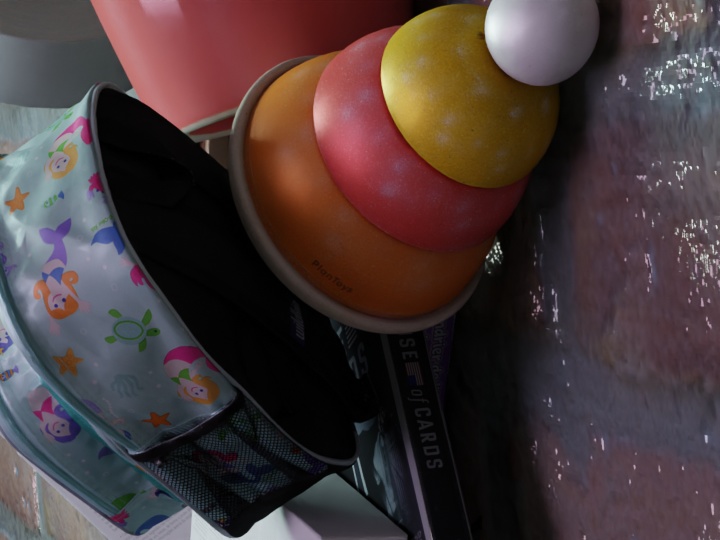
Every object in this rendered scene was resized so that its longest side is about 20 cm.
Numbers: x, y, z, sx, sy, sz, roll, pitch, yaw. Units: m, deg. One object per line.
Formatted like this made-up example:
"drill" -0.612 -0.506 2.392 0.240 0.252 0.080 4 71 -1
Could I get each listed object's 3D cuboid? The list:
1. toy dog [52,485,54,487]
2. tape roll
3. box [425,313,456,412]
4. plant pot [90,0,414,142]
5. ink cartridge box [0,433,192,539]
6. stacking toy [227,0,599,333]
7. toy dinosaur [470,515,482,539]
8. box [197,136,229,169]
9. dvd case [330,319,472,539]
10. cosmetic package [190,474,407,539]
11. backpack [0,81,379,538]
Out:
"toy dog" -0.142 0.052 1.481 0.194 0.200 0.140 -42 30 27
"tape roll" -0.225 -0.205 1.710 0.066 0.199 0.201 106 153 -46
"box" 0.000 0.000 1.337 0.200 0.039 0.137 -122 31 -54
"plant pot" -0.061 -0.169 1.265 0.200 0.200 0.178 164 90 -72
"ink cartridge box" -0.120 0.076 1.380 0.162 0.200 0.057 -39 8 34
"stacking toy" 0.045 -0.071 1.103 0.200 0.146 0.147 -37 58 47
"toy dinosaur" 0.046 0.182 1.248 0.088 0.047 0.200 99 155 -48
"box" -0.077 -0.075 1.425 0.200 0.021 0.164 66 -162 -67
"dvd case" 0.007 0.092 1.229 0.150 0.025 0.201 122 140 -57
"cosmetic package" -0.035 0.142 1.241 0.200 0.050 0.083 -147 60 -65
"backpack" -0.105 0.017 1.155 0.200 0.150 0.178 50 -162 -47
